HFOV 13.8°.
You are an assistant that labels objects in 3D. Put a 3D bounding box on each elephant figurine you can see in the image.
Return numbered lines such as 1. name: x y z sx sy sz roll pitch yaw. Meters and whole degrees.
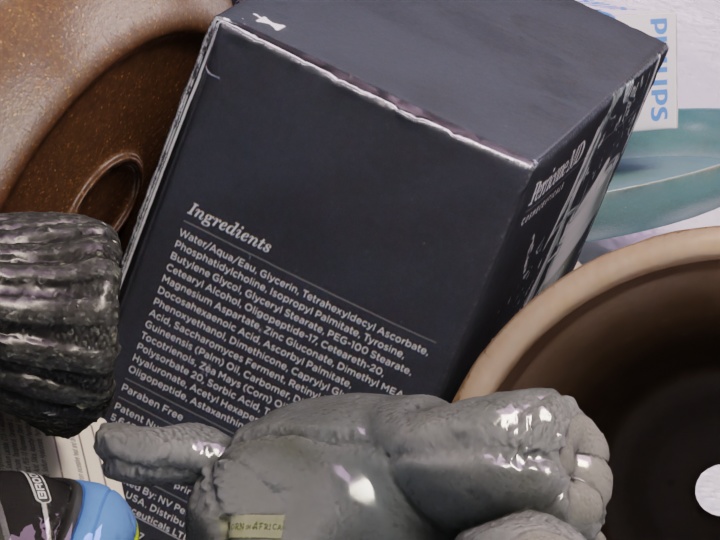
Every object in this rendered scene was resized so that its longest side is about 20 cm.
1. elephant figurine: 0.039 0.116 0.891 0.200 0.141 0.155 39 32 -59

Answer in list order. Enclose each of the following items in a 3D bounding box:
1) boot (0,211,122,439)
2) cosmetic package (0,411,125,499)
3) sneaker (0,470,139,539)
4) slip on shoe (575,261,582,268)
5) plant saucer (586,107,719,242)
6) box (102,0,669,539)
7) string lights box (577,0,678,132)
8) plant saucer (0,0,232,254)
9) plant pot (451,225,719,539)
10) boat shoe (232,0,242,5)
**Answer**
1. boot: -0.144 0.020 0.829 0.158 0.080 0.211 15 19 -10
2. cosmetic package: -0.173 0.076 0.888 0.200 0.073 0.104 13 23 -17
3. sneaker: -0.127 0.125 0.776 0.083 0.071 0.200 17 44 12
4. slip on shoe: 0.030 -0.004 1.209 0.200 0.076 0.061 42 29 -38
5. plant saucer: 0.097 -0.041 1.366 0.200 0.027 0.200 -10 12 2
6. box: 0.000 0.000 1.056 0.124 0.197 0.200 25 22 10
7. string lights box: 0.037 -0.093 1.388 0.200 0.059 0.103 -5 10 -18
8. plant saucer: -0.099 -0.029 1.004 0.037 0.201 0.200 31 24 21
9. plant pot: 0.125 0.081 1.022 0.200 0.200 0.175 22 5 4
10. boat shoe: -0.129 -0.110 1.157 0.200 0.075 0.093 4 33 -19
